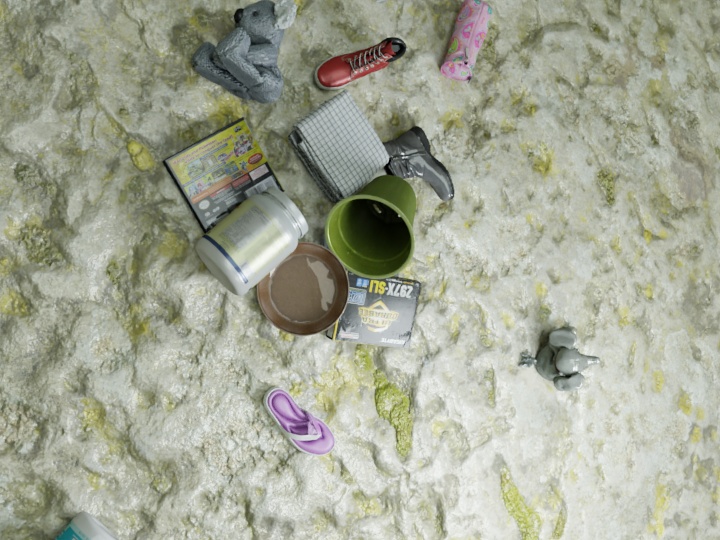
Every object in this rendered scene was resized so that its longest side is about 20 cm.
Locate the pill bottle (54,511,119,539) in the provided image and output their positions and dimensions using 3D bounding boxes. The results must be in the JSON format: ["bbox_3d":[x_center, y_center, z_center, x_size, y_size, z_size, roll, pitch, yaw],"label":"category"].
[{"bbox_3d":[-0.537,0.550,1.397,0.111,0.111,0.200,48,68,-17],"label":"pill bottle"}]

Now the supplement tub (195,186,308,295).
[{"bbox_3d":[-0.219,-0.062,1.570,0.200,0.145,0.145,-43,105,-17],"label":"supplement tub"}]

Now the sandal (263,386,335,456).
[{"bbox_3d":[-0.130,0.332,1.654,0.203,0.050,0.083,43,70,-19],"label":"sandal"}]

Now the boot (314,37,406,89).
[{"bbox_3d":[0.001,-0.468,1.718,0.199,0.144,0.073,-26,100,-24],"label":"boot"}]

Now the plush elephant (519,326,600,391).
[{"bbox_3d":[0.522,0.227,1.936,0.198,0.155,0.166,-1,87,-28],"label":"plush elephant"}]

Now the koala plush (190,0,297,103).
[{"bbox_3d":[-0.218,-0.473,1.602,0.183,0.177,0.201,30,73,-34],"label":"koala plush"}]

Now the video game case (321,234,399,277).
[{"bbox_3d":[0.000,0.000,1.759,0.198,0.018,0.145,6,85,-27],"label":"video game case"}]

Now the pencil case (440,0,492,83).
[{"bbox_3d":[0.263,-0.566,1.892,0.087,0.087,0.202,25,75,-23],"label":"pencil case"}]

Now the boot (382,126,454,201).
[{"bbox_3d":[0.126,-0.229,1.812,0.131,0.070,0.201,-33,90,-27],"label":"boot"}]

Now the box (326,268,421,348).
[{"bbox_3d":[0.031,0.087,1.737,0.198,0.049,0.161,10,92,-27],"label":"box"}]

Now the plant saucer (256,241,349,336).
[{"bbox_3d":[-0.124,0.039,1.657,0.198,0.037,0.202,0,88,-6],"label":"plant saucer"}]

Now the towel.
[{"bbox_3d":[-0.052,-0.274,1.715,0.165,0.085,0.201,-42,107,-21],"label":"towel"}]

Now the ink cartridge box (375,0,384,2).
[{"bbox_3d":[0.103,-0.744,1.842,0.199,0.050,0.162,-21,97,-25],"label":"ink cartridge box"}]

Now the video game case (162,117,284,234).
[{"bbox_3d":[-0.285,-0.197,1.621,0.199,0.025,0.182,-34,103,-24],"label":"video game case"}]

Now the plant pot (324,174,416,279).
[{"bbox_3d":[0.045,-0.117,1.685,0.200,0.199,0.190,51,34,-15],"label":"plant pot"}]
